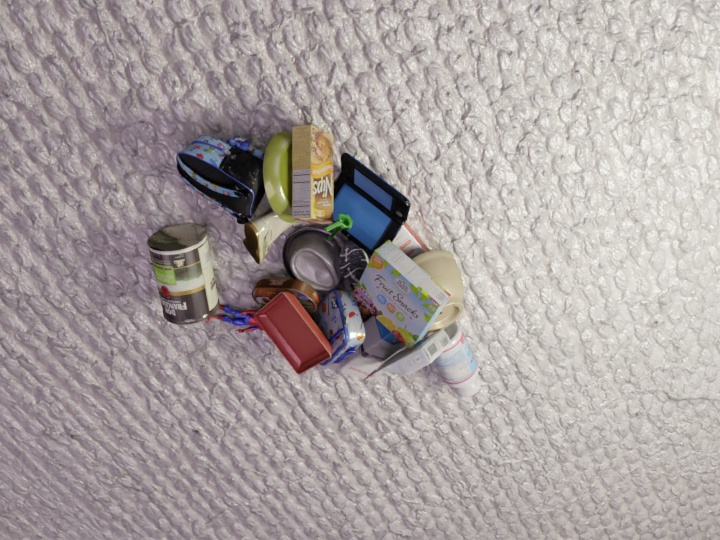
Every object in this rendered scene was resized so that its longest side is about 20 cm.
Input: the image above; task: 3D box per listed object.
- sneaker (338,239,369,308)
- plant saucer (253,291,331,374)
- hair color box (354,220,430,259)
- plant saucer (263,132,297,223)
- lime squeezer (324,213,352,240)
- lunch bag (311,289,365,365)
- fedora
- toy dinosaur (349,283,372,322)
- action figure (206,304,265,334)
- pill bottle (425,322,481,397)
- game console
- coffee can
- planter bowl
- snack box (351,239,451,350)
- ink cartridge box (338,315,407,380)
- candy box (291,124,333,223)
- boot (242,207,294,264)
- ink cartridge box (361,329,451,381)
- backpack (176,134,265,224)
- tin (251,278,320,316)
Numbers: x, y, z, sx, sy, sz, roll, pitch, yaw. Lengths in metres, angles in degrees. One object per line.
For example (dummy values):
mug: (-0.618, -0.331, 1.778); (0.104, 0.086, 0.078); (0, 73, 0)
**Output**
sneaker: (0.000, 0.000, 1.630); (0.076, 0.087, 0.203); (-11, 121, 16)
plant saucer: (-0.168, 0.156, 1.625); (0.201, 0.037, 0.199); (53, 142, -2)
hair color box: (0.084, -0.069, 1.608); (0.110, 0.064, 0.200); (-36, 113, 15)
plant saucer: (-0.152, -0.211, 1.444); (0.030, 0.201, 0.204); (-1, 123, 27)
lime squeezer: (-0.052, -0.107, 1.482); (0.069, 0.200, 0.039); (-20, 88, -1)
lunch bag: (-0.061, 0.149, 1.621); (0.074, 0.164, 0.200); (0, 152, -28)
fedora: (-0.108, -0.012, 1.613); (0.176, 0.091, 0.200); (-37, 114, 17)
toy dinosaur: (0.024, 0.123, 1.711); (0.105, 0.061, 0.201); (-33, 115, 13)
action figure: (-0.313, 0.131, 1.710); (0.195, 0.052, 0.067); (9, 113, -10)
pill bottle: (0.262, 0.250, 1.764); (0.107, 0.110, 0.202); (-24, 118, 11)
game console: (0.005, -0.147, 1.489); (0.198, 0.171, 0.119); (37, 77, 8)
coffee can: (-0.436, 0.008, 1.579); (0.142, 0.147, 0.204); (-4, 119, 0)
planter bowl: (0.179, 0.067, 1.596); (0.196, 0.136, 0.202); (-20, 149, -12)
snack box: (0.092, 0.058, 1.500); (0.199, 0.067, 0.170); (41, 135, 13)
ink cartridge box: (0.048, 0.199, 1.701); (0.199, 0.085, 0.143); (-37, 140, 23)
candy box: (-0.107, -0.213, 1.438); (0.054, 0.115, 0.206); (-2, 88, 23)
boot: (-0.211, -0.102, 1.561); (0.154, 0.201, 0.072); (-40, 81, -21)
ink cartridge box: (0.114, 0.225, 1.574); (0.198, 0.159, 0.048); (-34, 86, 27)
backpack: (-0.309, -0.225, 1.437); (0.197, 0.137, 0.183); (28, 159, -2)
tin: (-0.190, 0.069, 1.633); (0.196, 0.042, 0.113); (1, 135, 32)
